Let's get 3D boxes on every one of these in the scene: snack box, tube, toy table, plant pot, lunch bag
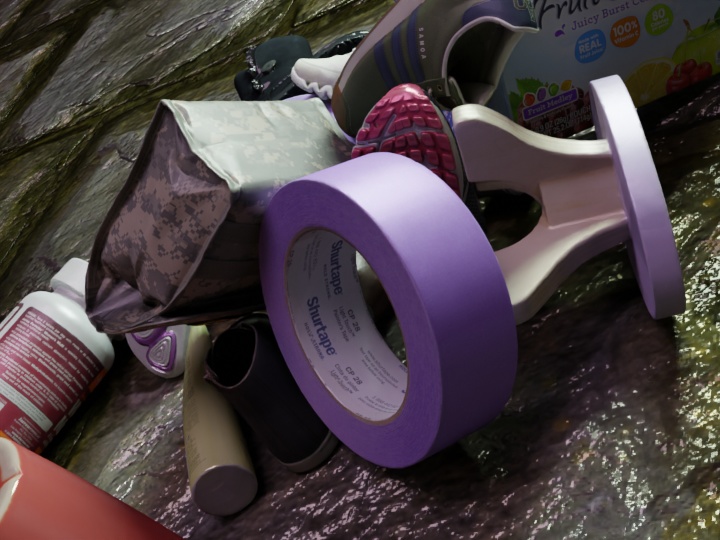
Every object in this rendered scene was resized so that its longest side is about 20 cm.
[{"bbox_3d":[0.179,-0.205,0.854,0.199,0.169,0.068,-23,29,-12],"label":"snack box"},{"bbox_3d":[-0.123,0.113,0.906,0.058,0.052,0.200,-43,32,10],"label":"tube"},{"bbox_3d":[0.137,-0.044,0.749,0.117,0.184,0.200,-13,31,10],"label":"toy table"},{"bbox_3d":[-0.229,0.223,0.758,0.200,0.177,0.201,-26,34,19],"label":"plant pot"},{"bbox_3d":[-0.105,-0.025,0.855,0.118,0.164,0.200,51,126,24],"label":"lunch bag"}]

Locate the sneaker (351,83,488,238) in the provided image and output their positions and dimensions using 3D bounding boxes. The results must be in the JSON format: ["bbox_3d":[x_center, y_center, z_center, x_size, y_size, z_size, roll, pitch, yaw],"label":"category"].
[{"bbox_3d":[0.048,-0.055,0.812,0.080,0.200,0.075,4,49,20],"label":"sneaker"}]

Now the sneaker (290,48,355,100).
[{"bbox_3d":[0.033,-0.196,1.052,0.199,0.081,0.075,4,16,10],"label":"sneaker"}]

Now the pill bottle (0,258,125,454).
[{"bbox_3d":[-0.309,0.091,1.071,0.109,0.110,0.200,8,53,50],"label":"pill bottle"}]

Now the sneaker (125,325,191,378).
[{"bbox_3d":[-0.182,0.016,1.078,0.075,0.100,0.201,-30,56,20],"label":"sneaker"}]

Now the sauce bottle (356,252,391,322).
[{"bbox_3d":[0.000,0.000,0.921,0.065,0.065,0.200,-18,38,29],"label":"sauce bottle"}]

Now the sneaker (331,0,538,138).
[{"bbox_3d":[0.051,-0.140,0.782,0.200,0.067,0.090,-48,59,41],"label":"sneaker"}]

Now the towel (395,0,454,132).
[{"bbox_3d":[0.055,-0.202,0.915,0.024,0.145,0.200,-16,52,-5],"label":"towel"}]

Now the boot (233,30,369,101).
[{"bbox_3d":[-0.060,-0.232,1.265,0.200,0.076,0.168,-36,35,16],"label":"boot"}]

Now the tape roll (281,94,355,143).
[{"bbox_3d":[-0.085,-0.074,1.082,0.199,0.085,0.200,-27,32,18],"label":"tape roll"}]

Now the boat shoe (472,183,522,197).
[{"bbox_3d":[0.128,-0.139,0.974,0.066,0.070,0.201,-14,47,32],"label":"boat shoe"}]

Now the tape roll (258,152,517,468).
[{"bbox_3d":[0.012,0.026,0.738,0.065,0.201,0.200,-23,22,-32],"label":"tape roll"}]

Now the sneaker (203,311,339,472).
[{"bbox_3d":[-0.082,0.064,0.880,0.075,0.106,0.200,-39,32,-1],"label":"sneaker"}]
